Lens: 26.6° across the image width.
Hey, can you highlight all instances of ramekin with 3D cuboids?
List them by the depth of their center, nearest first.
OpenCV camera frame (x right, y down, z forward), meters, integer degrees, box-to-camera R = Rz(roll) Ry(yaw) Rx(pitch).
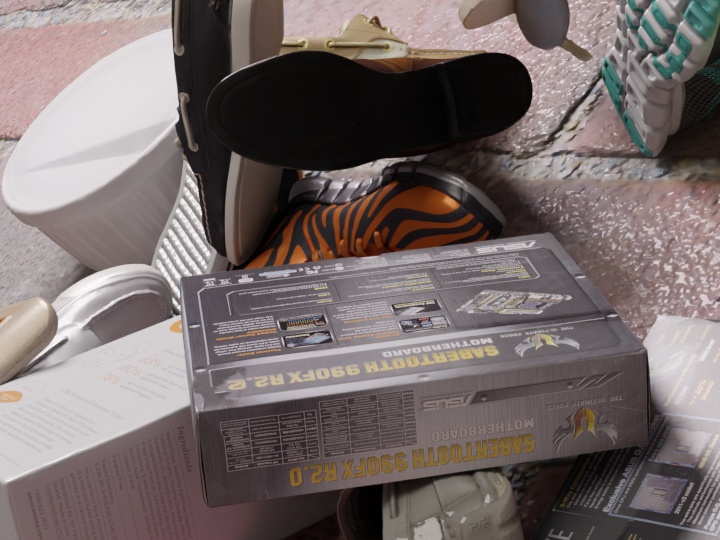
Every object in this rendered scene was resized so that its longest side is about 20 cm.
[{"bbox_3d":[-0.168,-0.085,1.166,0.202,0.094,0.203,-25,34,18],"label":"ramekin"}]

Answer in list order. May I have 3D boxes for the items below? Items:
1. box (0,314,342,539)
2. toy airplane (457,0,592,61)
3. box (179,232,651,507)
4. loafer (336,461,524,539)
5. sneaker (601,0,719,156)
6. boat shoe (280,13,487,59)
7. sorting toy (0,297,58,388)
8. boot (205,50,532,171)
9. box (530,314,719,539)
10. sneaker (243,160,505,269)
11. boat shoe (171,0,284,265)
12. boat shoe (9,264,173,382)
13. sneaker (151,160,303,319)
[{"bbox_3d":[-0.116,0.101,0.807,0.199,0.098,0.124,-22,22,-34],"label":"box"},{"bbox_3d":[0.183,-0.205,0.940,0.200,0.142,0.199,-23,1,45],"label":"toy airplane"},{"bbox_3d":[0.018,0.040,0.718,0.199,0.049,0.158,-8,22,-7],"label":"box"},{"bbox_3d":[0.021,0.105,0.729,0.069,0.070,0.200,-13,7,-9],"label":"loafer"},{"bbox_3d":[0.189,-0.137,0.833,0.091,0.200,0.078,-25,76,-5],"label":"sneaker"},{"bbox_3d":[-0.003,-0.137,1.019,0.199,0.067,0.074,-6,-14,-14],"label":"boat shoe"},{"bbox_3d":[-0.272,0.078,0.889,0.185,0.037,0.200,-44,17,-19],"label":"sorting toy"},{"bbox_3d":[-0.007,-0.095,0.929,0.187,0.069,0.200,-14,2,-10],"label":"boot"},{"bbox_3d":[0.158,0.113,0.651,0.157,0.050,0.200,3,50,46],"label":"box"},{"bbox_3d":[0.000,0.000,0.932,0.200,0.078,0.112,-5,47,55],"label":"sneaker"},{"bbox_3d":[-0.086,-0.096,0.940,0.060,0.201,0.074,14,38,16],"label":"boat shoe"},{"bbox_3d":[-0.193,0.069,0.960,0.200,0.072,0.068,-32,36,-24],"label":"boat shoe"},{"bbox_3d":[-0.087,-0.036,1.055,0.078,0.079,0.201,-1,72,47],"label":"sneaker"}]
